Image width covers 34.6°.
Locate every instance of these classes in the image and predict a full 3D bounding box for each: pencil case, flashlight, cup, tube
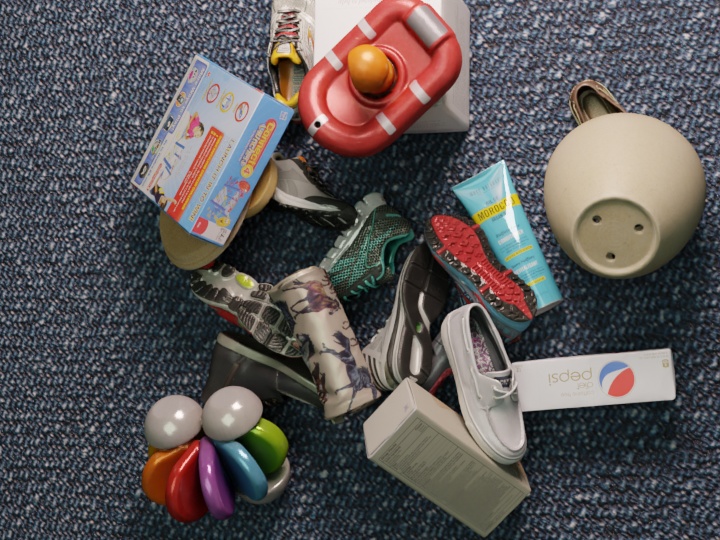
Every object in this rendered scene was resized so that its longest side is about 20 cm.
[{"bbox_3d":[-0.046,0.096,1.476,0.089,0.077,0.202,-26,88,53],"label":"pencil case"},{"bbox_3d":[0.090,0.161,1.514,0.068,0.068,0.201,38,93,18],"label":"flashlight"},{"bbox_3d":[0.309,-0.070,1.380,0.198,0.143,0.202,7,116,14],"label":"cup"},{"bbox_3d":[0.196,-0.039,1.503,0.077,0.050,0.201,-26,77,1],"label":"tube"}]

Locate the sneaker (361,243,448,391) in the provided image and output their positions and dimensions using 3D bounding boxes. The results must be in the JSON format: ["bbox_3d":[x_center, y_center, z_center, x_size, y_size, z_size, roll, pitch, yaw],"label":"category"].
[{"bbox_3d":[0.045,0.064,1.520,0.115,0.075,0.202,-20,49,49],"label":"sneaker"}]

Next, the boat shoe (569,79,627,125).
[{"bbox_3d":[0.328,-0.153,1.452,0.075,0.075,0.203,-41,78,10],"label":"boat shoe"}]

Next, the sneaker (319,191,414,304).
[{"bbox_3d":[0.000,0.000,1.532,0.091,0.077,0.201,32,98,21],"label":"sneaker"}]

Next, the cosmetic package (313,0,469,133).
[{"bbox_3d":[0.044,-0.270,1.470,0.163,0.200,0.167,0,88,14],"label":"cosmetic package"}]

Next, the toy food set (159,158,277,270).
[{"bbox_3d":[-0.203,-0.095,1.568,0.198,0.048,0.201,38,101,48],"label":"toy food set"}]

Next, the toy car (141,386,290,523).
[{"bbox_3d":[-0.194,0.259,1.514,0.198,0.151,0.176,-10,124,14],"label":"toy car"}]

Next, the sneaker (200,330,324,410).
[{"bbox_3d":[-0.119,0.167,1.570,0.199,0.075,0.107,24,101,21],"label":"sneaker"}]

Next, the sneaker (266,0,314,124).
[{"bbox_3d":[-0.088,-0.305,1.568,0.077,0.082,0.202,-7,85,15],"label":"sneaker"}]

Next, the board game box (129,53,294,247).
[{"bbox_3d":[-0.199,-0.160,1.515,0.196,0.056,0.201,36,100,48],"label":"board game box"}]

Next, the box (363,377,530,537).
[{"bbox_3d":[0.107,0.234,1.443,0.200,0.078,0.095,38,106,-20],"label":"box"}]

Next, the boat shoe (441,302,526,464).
[{"bbox_3d":[0.162,0.136,1.421,0.071,0.069,0.202,-7,73,-25],"label":"boat shoe"}]

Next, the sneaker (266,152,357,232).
[{"bbox_3d":[-0.076,-0.109,1.534,0.199,0.074,0.080,25,84,43],"label":"sneaker"}]

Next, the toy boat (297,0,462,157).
[{"bbox_3d":[0.014,-0.220,1.306,0.200,0.131,0.131,-43,80,11],"label":"toy boat"}]

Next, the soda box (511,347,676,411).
[{"bbox_3d":[0.293,0.138,1.453,0.198,0.068,0.064,-7,86,15],"label":"soda box"}]

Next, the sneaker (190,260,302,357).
[{"bbox_3d":[-0.139,0.054,1.566,0.199,0.085,0.077,34,76,21],"label":"sneaker"}]

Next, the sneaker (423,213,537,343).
[{"bbox_3d":[0.140,0.015,1.492,0.079,0.096,0.201,-21,59,-27],"label":"sneaker"}]
